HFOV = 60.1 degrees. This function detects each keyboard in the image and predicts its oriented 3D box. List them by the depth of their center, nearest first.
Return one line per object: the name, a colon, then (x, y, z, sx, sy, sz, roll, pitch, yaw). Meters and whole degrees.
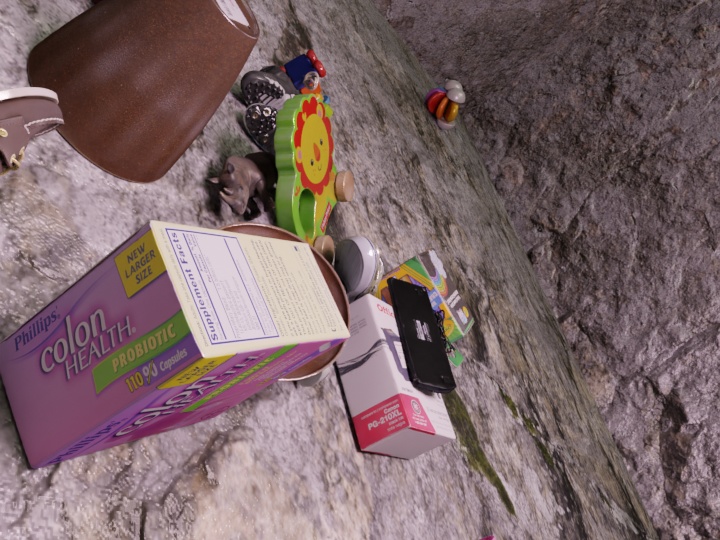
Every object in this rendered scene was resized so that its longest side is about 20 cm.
keyboard: (0.090, 0.102, 0.921, 0.103, 0.040, 0.201, 18, 40, -27)

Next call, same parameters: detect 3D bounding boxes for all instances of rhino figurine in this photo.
rhino figurine: (-0.151, -0.116, 0.847, 0.088, 0.059, 0.200, 63, 18, -7)

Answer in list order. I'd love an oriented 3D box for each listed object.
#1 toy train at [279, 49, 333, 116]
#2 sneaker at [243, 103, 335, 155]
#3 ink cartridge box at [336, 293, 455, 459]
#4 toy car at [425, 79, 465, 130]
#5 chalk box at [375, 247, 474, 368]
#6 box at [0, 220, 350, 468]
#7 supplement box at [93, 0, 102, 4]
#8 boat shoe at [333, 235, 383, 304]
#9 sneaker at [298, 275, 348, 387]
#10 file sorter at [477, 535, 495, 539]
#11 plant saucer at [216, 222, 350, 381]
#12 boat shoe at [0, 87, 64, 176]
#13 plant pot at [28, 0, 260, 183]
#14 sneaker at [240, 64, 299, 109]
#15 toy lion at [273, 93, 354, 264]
toy train: (-0.090, -0.341, 1.220, 0.116, 0.084, 0.201, 59, 3, -38)
sneaker: (-0.126, -0.226, 1.059, 0.072, 0.072, 0.199, 32, 8, 40)
ink cartridge box: (0.041, 0.152, 0.886, 0.144, 0.084, 0.202, 31, 34, -52)
toy car: (0.346, -0.708, 2.631, 0.148, 0.176, 0.201, 13, 36, -10)
chalk box: (0.114, 0.081, 1.093, 0.201, 0.123, 0.125, 61, 21, 3)
box: (-0.136, 0.056, 0.495, 0.199, 0.175, 0.097, 6, 55, -64)
supplement box: (-0.292, -0.344, 0.834, 0.202, 0.061, 0.109, 63, 23, 13)
boat shoe: (0.000, 0.000, 0.880, 0.200, 0.061, 0.073, 120, -49, -68)
sneaker: (-0.069, 0.045, 0.799, 0.089, 0.074, 0.201, 50, 23, -27)
file sorter: (0.128, 0.417, 0.676, 0.139, 0.125, 0.202, 7, 55, -63)
plant saucer: (-0.106, 0.037, 0.701, 0.198, 0.037, 0.202, 18, 50, -22)
boat shoe: (-0.302, -0.096, 0.480, 0.060, 0.071, 0.200, 60, 24, -12)
plant pot: (-0.211, -0.228, 0.670, 0.187, 0.199, 0.188, 46, 25, -29)
sneaker: (-0.163, -0.321, 1.090, 0.091, 0.066, 0.200, 60, 17, 9)
toy lion: (-0.074, -0.131, 0.863, 0.192, 0.068, 0.202, 67, 31, -50)
